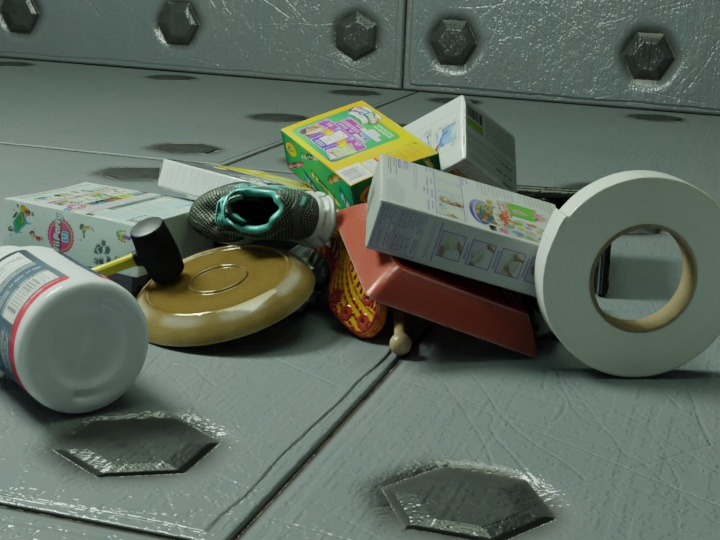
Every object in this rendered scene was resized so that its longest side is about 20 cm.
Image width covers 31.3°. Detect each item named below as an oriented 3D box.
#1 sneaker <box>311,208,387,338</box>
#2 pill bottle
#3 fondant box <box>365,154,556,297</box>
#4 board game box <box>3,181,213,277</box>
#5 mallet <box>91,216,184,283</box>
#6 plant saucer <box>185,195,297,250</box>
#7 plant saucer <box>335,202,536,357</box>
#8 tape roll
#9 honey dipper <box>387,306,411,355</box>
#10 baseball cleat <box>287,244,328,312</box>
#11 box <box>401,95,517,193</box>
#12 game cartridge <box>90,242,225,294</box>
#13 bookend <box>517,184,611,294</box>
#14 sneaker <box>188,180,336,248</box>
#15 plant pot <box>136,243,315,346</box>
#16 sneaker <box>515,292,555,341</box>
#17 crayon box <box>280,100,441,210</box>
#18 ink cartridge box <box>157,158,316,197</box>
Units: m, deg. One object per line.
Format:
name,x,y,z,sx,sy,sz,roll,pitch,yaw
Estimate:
sneaker,0.000,0.000,1.397,0.077,0.073,0.200,30,27,-34
pill bottle,-0.284,0.043,1.155,0.119,0.120,0.200,-7,17,-33
fondant box,0.107,-0.046,1.316,0.199,0.059,0.144,15,23,-5
board game box,-0.293,-0.052,1.505,0.199,0.065,0.147,12,16,27
mallet,-0.287,-0.002,1.339,0.199,0.066,0.041,-15,31,-4
plant saucer,-0.175,-0.065,1.650,0.199,0.051,0.200,8,5,-1
plant saucer,0.081,-0.001,1.344,0.199,0.037,0.200,20,22,-21
tape roll,0.268,0.003,1.242,0.201,0.204,0.037,1,15,-7
honey dipper,0.039,0.048,1.370,0.038,0.038,0.200,3,19,0
baseball cleat,-0.090,-0.006,1.476,0.106,0.070,0.200,4,14,5
box,0.087,-0.117,1.632,0.199,0.102,0.112,-24,-41,35
game cartridge,-0.266,-0.015,1.554,0.129,0.039,0.200,15,18,25
bookend,0.219,-0.045,1.632,0.199,0.093,0.199,4,15,11
sneaker,-0.124,-0.068,1.400,0.199,0.078,0.091,0,-7,38
plant pot,-0.147,0.018,1.344,0.199,0.028,0.200,-10,24,4
sneaker,0.211,0.026,1.395,0.079,0.076,0.200,5,15,2
crayon box,-0.001,-0.134,1.553,0.118,0.059,0.200,-22,34,-19
ink cartridge box,-0.109,-0.092,1.569,0.199,0.047,0.197,15,6,33
